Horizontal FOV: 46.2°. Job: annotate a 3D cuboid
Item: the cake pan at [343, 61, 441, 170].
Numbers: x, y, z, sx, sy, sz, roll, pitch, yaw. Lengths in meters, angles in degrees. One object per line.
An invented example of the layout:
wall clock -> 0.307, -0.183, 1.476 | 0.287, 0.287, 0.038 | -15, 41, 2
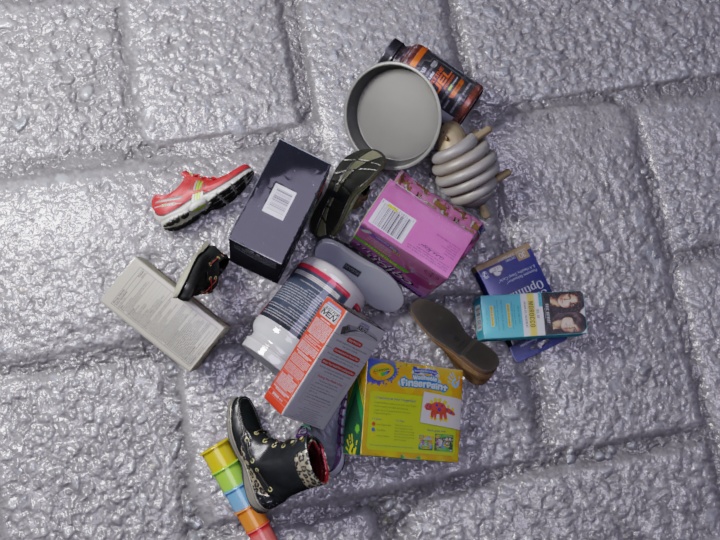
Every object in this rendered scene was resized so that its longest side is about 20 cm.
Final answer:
cake pan -> 0.064, -0.290, 1.585 | 0.200, 0.037, 0.201 | 7, 106, 25

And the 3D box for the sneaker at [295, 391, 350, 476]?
sneaker -> -0.069, 0.258, 1.478 | 0.087, 0.074, 0.201 | 10, 75, -39

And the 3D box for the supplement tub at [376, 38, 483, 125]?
supplement tub -> 0.129, -0.362, 1.627 | 0.200, 0.107, 0.107 | 33, 76, 0

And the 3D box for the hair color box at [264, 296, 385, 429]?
hair color box -> -0.059, 0.156, 1.407 | 0.064, 0.111, 0.200 | 36, 93, 44

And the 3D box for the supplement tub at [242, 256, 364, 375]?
supplement tub -> -0.099, 0.089, 1.487 | 0.140, 0.140, 0.200 | 38, 76, 1

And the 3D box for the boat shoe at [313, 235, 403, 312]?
boat shoe -> 0.000, 0.000, 1.557 | 0.200, 0.057, 0.069 | 37, 109, -16

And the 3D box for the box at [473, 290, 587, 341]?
box -> 0.314, 0.085, 1.560 | 0.199, 0.049, 0.083 | -3, 80, -9

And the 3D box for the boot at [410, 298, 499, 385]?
boot -> 0.163, 0.135, 1.555 | 0.074, 0.076, 0.200 | -33, 64, -30

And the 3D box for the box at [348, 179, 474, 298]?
box -> 0.083, -0.051, 1.510 | 0.176, 0.200, 0.097 | 34, 77, -1

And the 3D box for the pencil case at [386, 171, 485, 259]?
pencil case -> 0.133, -0.105, 1.586 | 0.200, 0.087, 0.083 | 34, 73, 2

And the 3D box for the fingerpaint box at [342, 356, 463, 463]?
fingerpaint box -> 0.076, 0.247, 1.487 | 0.200, 0.073, 0.167 | 10, 77, -27

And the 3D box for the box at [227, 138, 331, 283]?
box -> -0.145, -0.101, 1.498 | 0.104, 0.182, 0.200 | 26, 77, -3

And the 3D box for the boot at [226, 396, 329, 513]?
boot -> -0.140, 0.293, 1.432 | 0.154, 0.073, 0.204 | -27, 71, 28

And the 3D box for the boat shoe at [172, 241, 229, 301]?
boat shoe -> -0.273, 0.006, 1.459 | 0.063, 0.201, 0.074 | 32, 107, -7

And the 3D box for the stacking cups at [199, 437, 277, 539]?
stacking cups -> -0.202, 0.388, 1.456 | 0.060, 0.061, 0.200 | -31, 85, -12

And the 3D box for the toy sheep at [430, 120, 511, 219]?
toy sheep -> 0.204, -0.189, 1.593 | 0.138, 0.138, 0.200 | -31, 100, -12

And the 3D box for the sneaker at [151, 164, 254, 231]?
sneaker -> -0.291, -0.153, 1.545 | 0.200, 0.077, 0.085 | -29, 79, -13

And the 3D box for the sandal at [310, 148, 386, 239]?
sandal -> -0.024, -0.143, 1.590 | 0.080, 0.057, 0.201 | 37, 93, 31

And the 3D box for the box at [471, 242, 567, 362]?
box -> 0.308, 0.061, 1.606 | 0.121, 0.032, 0.200 | -23, 84, -12

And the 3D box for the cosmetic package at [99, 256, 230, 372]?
cosmetic package -> -0.339, 0.076, 1.479 | 0.200, 0.087, 0.103 | 40, 88, 0
